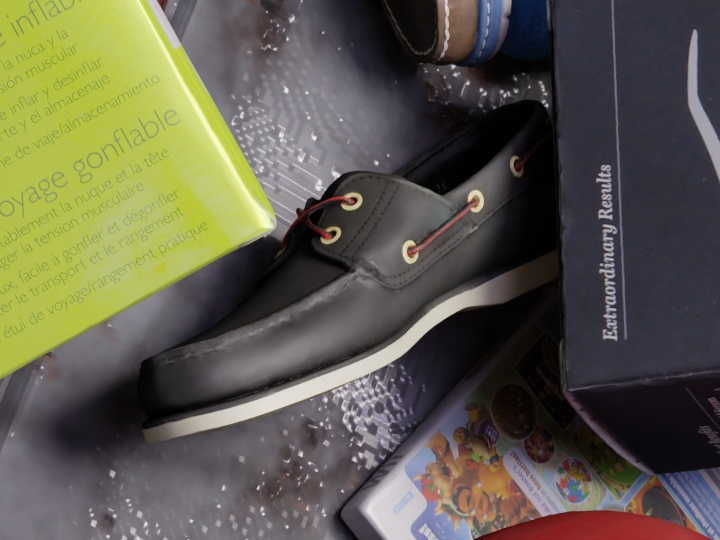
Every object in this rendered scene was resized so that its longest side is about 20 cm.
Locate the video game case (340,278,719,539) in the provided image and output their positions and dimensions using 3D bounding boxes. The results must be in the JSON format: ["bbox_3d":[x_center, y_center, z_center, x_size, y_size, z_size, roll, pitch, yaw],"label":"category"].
[{"bbox_3d":[0.098,0.073,1.028,0.143,0.018,0.200,52,57,-12],"label":"video game case"}]

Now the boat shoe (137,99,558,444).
[{"bbox_3d":[-0.002,0.000,0.947,0.201,0.074,0.063,-28,102,-41],"label":"boat shoe"}]

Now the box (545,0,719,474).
[{"bbox_3d":[0.168,-0.026,0.942,0.104,0.199,0.149,42,45,-61],"label":"box"}]

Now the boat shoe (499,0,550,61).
[{"bbox_3d":[0.057,-0.177,1.036,0.068,0.084,0.201,-15,104,-41],"label":"boat shoe"}]

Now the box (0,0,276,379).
[{"bbox_3d":[-0.124,-0.072,0.832,0.122,0.048,0.201,-29,97,-1],"label":"box"}]

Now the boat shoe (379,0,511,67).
[{"bbox_3d":[-0.014,-0.155,0.986,0.072,0.072,0.201,-23,89,-22],"label":"boat shoe"}]

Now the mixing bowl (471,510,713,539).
[{"bbox_3d":[0.079,0.148,0.900,0.200,0.200,0.108,52,49,-12],"label":"mixing bowl"}]
